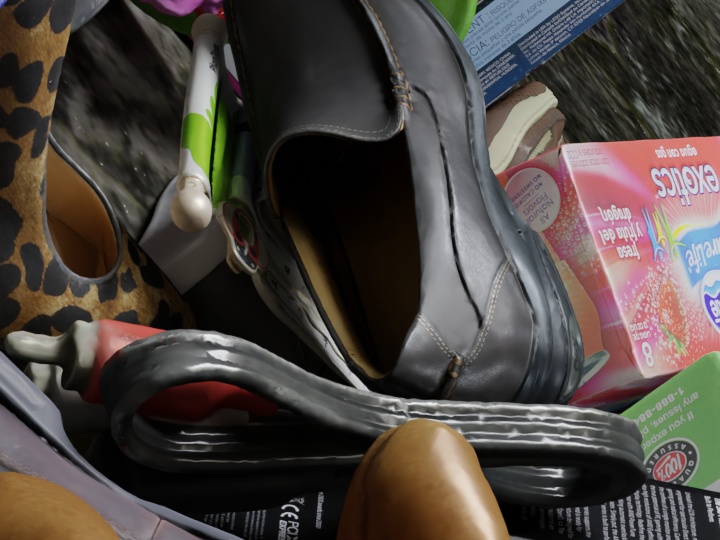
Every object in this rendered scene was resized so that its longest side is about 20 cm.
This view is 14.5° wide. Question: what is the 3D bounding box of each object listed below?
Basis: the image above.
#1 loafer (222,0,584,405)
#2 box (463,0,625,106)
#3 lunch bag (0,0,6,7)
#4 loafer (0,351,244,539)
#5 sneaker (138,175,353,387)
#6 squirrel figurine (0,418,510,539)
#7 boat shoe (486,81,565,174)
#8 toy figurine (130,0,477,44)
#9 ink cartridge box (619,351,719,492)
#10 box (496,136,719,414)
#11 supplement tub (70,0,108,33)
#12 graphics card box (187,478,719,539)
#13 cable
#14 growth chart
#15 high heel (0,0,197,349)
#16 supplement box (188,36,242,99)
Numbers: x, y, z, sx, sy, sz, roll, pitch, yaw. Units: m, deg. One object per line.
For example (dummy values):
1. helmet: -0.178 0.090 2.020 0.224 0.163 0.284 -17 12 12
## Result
1. loafer: 0.000 -0.036 0.882 0.072 0.073 0.200 15 37 -50
2. box: 0.063 -0.104 1.250 0.038 0.136 0.200 52 4 -3
3. lunch bag: -0.183 -0.066 0.646 0.151 0.094 0.200 52 48 -25
4. loafer: -0.075 0.087 0.725 0.200 0.072 0.063 40 35 1
5. sneaker: -0.022 0.000 1.029 0.099 0.071 0.200 52 21 -12
6. squirrel figurine: -0.058 0.134 0.544 0.186 0.141 0.201 9 51 -42
7. boat shoe: 0.054 -0.025 1.265 0.075 0.075 0.202 56 28 -3
8. toy figurine: -0.075 -0.130 1.040 0.200 0.150 0.184 40 27 13
9. ink cartridge box: 0.119 0.154 0.948 0.084 0.145 0.201 34 25 -49
10. box: 0.098 0.007 1.144 0.200 0.102 0.095 -7 76 -60
11. supplement tub: -0.129 -0.161 0.844 0.123 0.122 0.200 61 -13 25
12. graphics card box: 0.039 0.101 0.836 0.199 0.051 0.126 12 26 -4
13. cable: -0.008 0.036 0.789 0.199 0.097 0.051 -3 60 -19
14. growth chart: 0.000 0.000 0.957 0.200 0.018 0.145 45 23 -31
15. high heel: -0.078 -0.047 0.845 0.200 0.142 0.072 35 24 -42
16. supplement box: -0.053 -0.168 1.210 0.200 0.103 0.101 50 18 -12
